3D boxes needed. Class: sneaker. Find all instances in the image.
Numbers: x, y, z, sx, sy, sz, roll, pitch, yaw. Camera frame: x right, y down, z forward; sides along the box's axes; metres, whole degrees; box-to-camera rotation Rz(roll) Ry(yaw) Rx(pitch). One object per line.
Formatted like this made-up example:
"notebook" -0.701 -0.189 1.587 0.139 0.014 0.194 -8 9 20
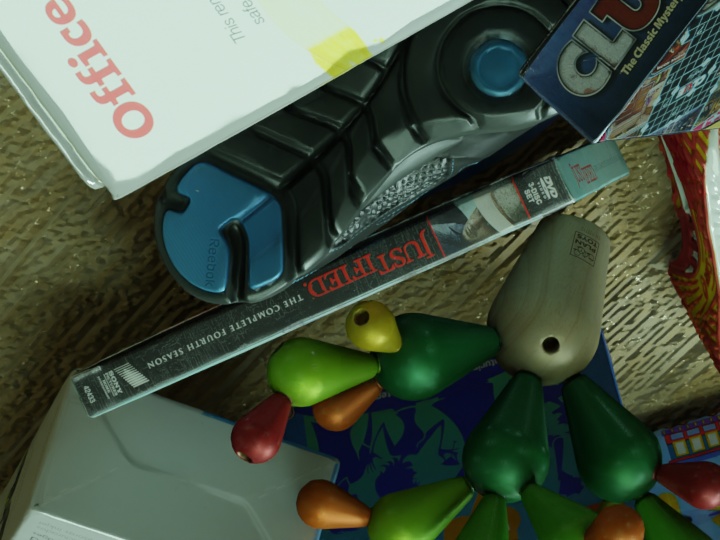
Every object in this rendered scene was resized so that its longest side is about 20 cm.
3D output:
"sneaker" 0.166 -0.011 1.103 0.077 0.073 0.200 -20 146 -7
"sneaker" 0.015 -0.062 0.948 0.200 0.073 0.082 -32 180 1

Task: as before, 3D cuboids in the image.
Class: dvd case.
"dvd case" 0.000 0.000 1.040 0.200 0.022 0.146 -25 180 14

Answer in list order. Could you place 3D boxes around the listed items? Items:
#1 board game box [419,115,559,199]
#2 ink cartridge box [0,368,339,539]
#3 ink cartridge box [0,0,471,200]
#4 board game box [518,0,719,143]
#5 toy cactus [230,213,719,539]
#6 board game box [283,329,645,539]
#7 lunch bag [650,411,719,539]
"board game box" 0.002 -0.097 0.975 0.158 0.039 0.200 -17 145 -5
"ink cartridge box" -0.097 0.124 1.141 0.115 0.068 0.200 20 150 -9
"ink cartridge box" -0.033 -0.137 0.829 0.200 0.083 0.145 -28 120 11
"board game box" 0.136 -0.106 0.887 0.136 0.035 0.200 -53 164 18
"toy cactus" 0.061 0.049 1.061 0.200 0.165 0.102 20 152 -2
"board game box" 0.051 0.124 1.134 0.152 0.200 0.045 -17 142 5
"lunch bag" 0.139 0.156 1.309 0.150 0.094 0.200 -17 154 6
